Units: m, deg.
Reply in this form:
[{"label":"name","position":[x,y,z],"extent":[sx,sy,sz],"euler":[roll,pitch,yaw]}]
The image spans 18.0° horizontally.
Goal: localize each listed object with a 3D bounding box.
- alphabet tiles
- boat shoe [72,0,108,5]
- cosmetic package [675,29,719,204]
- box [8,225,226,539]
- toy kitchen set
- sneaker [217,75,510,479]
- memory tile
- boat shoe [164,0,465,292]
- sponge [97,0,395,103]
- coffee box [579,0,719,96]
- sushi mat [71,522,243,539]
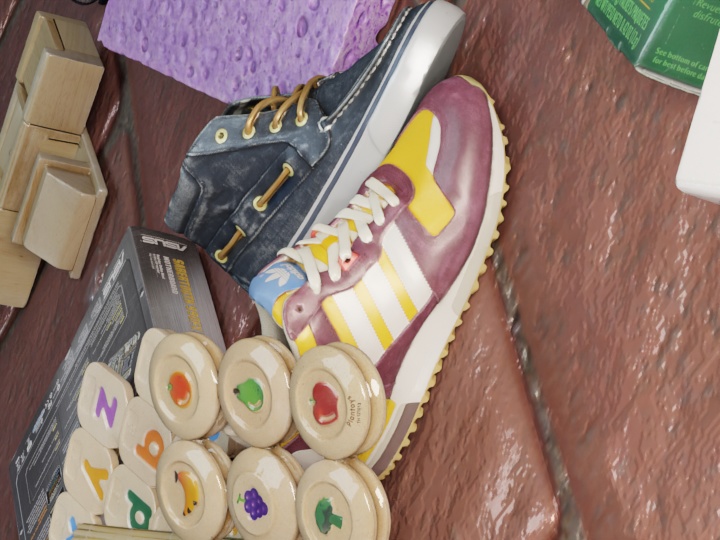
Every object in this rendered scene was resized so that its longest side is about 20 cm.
[{"label":"alphabet tiles","position":[-0.108,0.139,1.224],"extent":[0.195,0.015,0.201],"euler":[31,112,49]},{"label":"boat shoe","position":[-0.179,-0.228,1.612],"extent":[0.200,0.074,0.093],"euler":[-128,51,-70]},{"label":"cosmetic package","position":[0.210,-0.093,0.624],"extent":[0.199,0.122,0.201],"euler":[18,90,65]},{"label":"box","position":[-0.144,0.099,1.351],"extent":[0.201,0.048,0.159],"euler":[-61,29,26]},{"label":"toy kitchen set","position":[-0.286,-0.071,1.595],"extent":[0.201,0.179,0.163],"euler":[-68,26,23]},{"label":"sneaker","position":[0.000,0.000,1.054],"extent":[0.075,0.090,0.201],"euler":[32,105,65]},{"label":"memory tile","position":[-0.042,0.129,1.027],"extent":[0.153,0.017,0.202],"euler":[4,101,46]},{"label":"boat shoe","position":[-0.028,-0.069,1.131],"extent":[0.201,0.091,0.071],"euler":[-58,-4,33]},{"label":"sponge","position":[-0.065,-0.150,1.271],"extent":[0.199,0.030,0.112],"euler":[28,102,43]},{"label":"coffee box","position":[0.148,-0.185,0.906],"extent":[0.201,0.044,0.123],"euler":[-64,26,22]},{"label":"sushi mat","position":[-0.101,0.184,1.187],"extent":[0.199,0.012,0.097],"euler":[-4,85,53]}]
